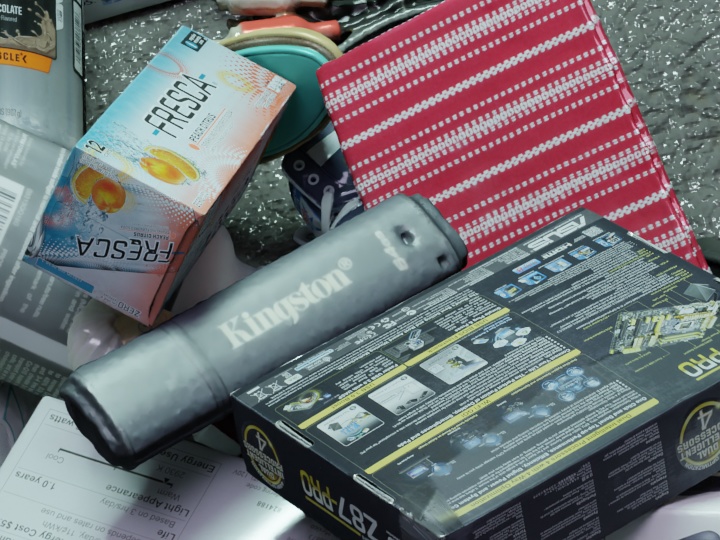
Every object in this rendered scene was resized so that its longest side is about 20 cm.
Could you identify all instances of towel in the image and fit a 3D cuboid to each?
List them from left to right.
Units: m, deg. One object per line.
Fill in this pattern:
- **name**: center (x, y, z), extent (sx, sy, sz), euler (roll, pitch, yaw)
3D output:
- **towel**: center (0.075, -0.034, 1.394), extent (0.144, 0.022, 0.201), euler (-26, 79, 18)

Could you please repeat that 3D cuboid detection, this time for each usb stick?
- **usb stick**: center (-0.041, 0.025, 1.313), extent (0.199, 0.033, 0.055), euler (-29, 59, -25)

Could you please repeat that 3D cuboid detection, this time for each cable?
- **cable**: center (0.006, -0.146, 1.613), extent (0.199, 0.050, 0.098), euler (-10, 52, 6)

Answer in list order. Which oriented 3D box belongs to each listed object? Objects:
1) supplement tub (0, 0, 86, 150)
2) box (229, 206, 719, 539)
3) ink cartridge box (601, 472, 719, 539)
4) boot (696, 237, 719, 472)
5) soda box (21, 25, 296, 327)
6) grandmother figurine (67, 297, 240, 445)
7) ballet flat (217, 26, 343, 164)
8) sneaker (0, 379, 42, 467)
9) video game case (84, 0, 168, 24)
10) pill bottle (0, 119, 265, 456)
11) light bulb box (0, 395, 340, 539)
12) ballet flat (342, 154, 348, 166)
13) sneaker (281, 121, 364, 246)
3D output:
- **supplement tub**: center (-0.208, -0.137, 1.575), extent (0.122, 0.123, 0.201), euler (-6, 70, 8)
- **box**: center (0.069, 0.054, 1.253), extent (0.199, 0.049, 0.161), euler (-28, 32, -26)
- **ink cartridge box**: center (0.126, 0.162, 1.258), extent (0.199, 0.084, 0.146), euler (1, 97, 24)
- **boot**: center (0.170, 0.089, 1.372), extent (0.157, 0.080, 0.211), euler (-34, 53, -14)
- **soda box**: center (-0.090, -0.047, 1.370), extent (0.068, 0.064, 0.200), euler (28, 22, 1)
- **grandmother figurine**: center (-0.035, 0.045, 1.352), extent (0.199, 0.061, 0.121), euler (8, 23, -2)
- **ballet flat**: center (-0.070, -0.083, 1.519), extent (0.200, 0.069, 0.063), euler (-29, 17, 40)
- **sneaker**: center (-0.187, 0.075, 1.466), extent (0.070, 0.080, 0.201), euler (-4, 50, 12)
- **video game case**: center (-0.128, -0.239, 1.721), extent (0.180, 0.046, 0.201), euler (-16, 51, 1)
- **pill bottle**: center (-0.132, 0.009, 1.437), extent (0.199, 0.116, 0.116), euler (25, 55, -9)
- **light bulb box**: center (-0.094, 0.191, 1.322), extent (0.197, 0.125, 0.201), euler (16, 58, 22)
- **ballet flat**: center (0.050, -0.097, 1.512), extent (0.067, 0.047, 0.200), euler (14, 25, 28)
- **sneaker**: center (0.000, 0.000, 1.486), extent (0.108, 0.070, 0.201), euler (11, 48, 14)
